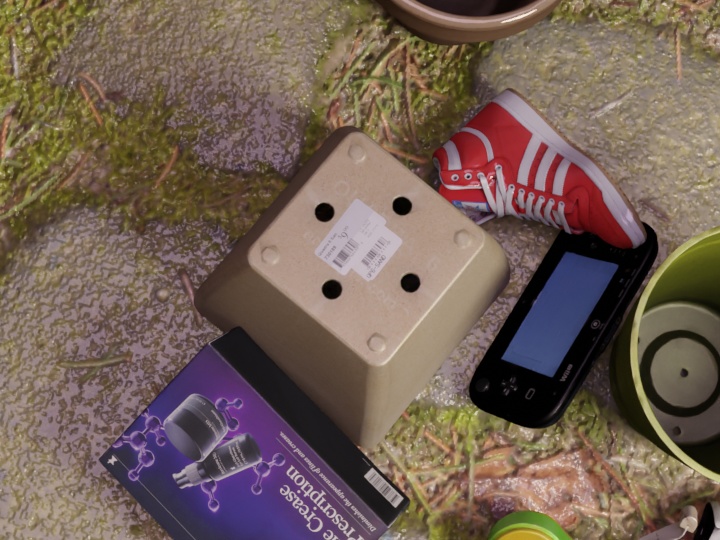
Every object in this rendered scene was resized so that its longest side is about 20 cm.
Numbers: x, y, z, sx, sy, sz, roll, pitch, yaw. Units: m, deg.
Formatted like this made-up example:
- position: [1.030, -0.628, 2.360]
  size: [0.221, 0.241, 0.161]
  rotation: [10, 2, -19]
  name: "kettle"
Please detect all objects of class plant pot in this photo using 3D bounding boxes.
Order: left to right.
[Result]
- position: [0.000, 0.000, 1.268]
  size: [0.200, 0.177, 0.200]
  rotation: [40, 79, 3]
  name: "plant pot"
- position: [0.080, -0.269, 1.325]
  size: [0.200, 0.175, 0.201]
  rotation: [1, 80, -4]
  name: "plant pot"
- position: [0.285, 0.075, 1.260]
  size: [0.200, 0.193, 0.201]
  rotation: [1, 82, -6]
  name: "plant pot"

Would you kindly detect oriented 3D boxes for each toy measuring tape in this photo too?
- position: [0.167, 0.214, 1.273]
  size: [0.200, 0.074, 0.074]
  rotation: [-27, 81, 17]
  name: "toy measuring tape"

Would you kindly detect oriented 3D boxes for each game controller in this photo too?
- position: [0.169, 0.039, 1.315]
  size: [0.042, 0.104, 0.200]
  rotation: [38, 77, -29]
  name: "game controller"

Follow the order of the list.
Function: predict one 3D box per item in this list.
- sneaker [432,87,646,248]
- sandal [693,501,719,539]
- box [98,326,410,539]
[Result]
- position: [0.140, -0.060, 1.318]
  size: [0.112, 0.071, 0.200]
  rotation: [-36, 51, -7]
  name: "sneaker"
- position: [0.280, 0.219, 1.294]
  size: [0.206, 0.079, 0.059]
  rotation: [-7, 82, -3]
  name: "sandal"
- position: [-0.084, 0.167, 1.257]
  size: [0.200, 0.079, 0.141]
  rotation: [45, 108, 5]
  name: "box"
